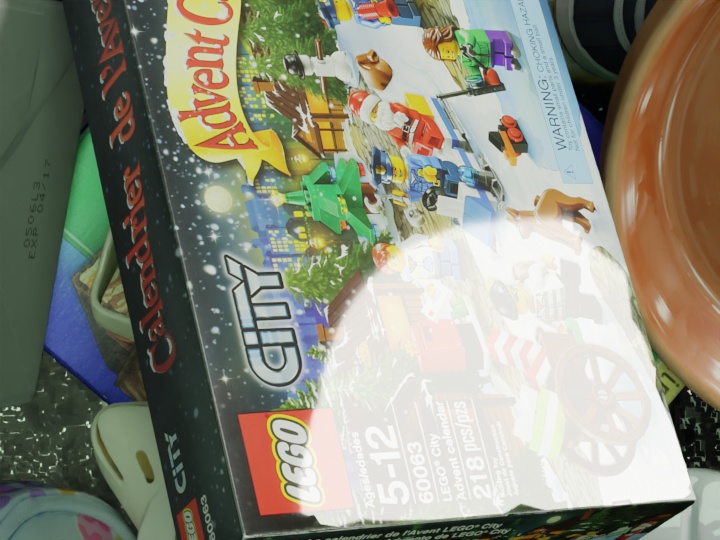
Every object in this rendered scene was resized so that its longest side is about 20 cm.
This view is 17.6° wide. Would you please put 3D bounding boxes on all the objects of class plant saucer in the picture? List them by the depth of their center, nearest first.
[{"bbox_3d":[0.170,-0.034,0.692,0.199,0.032,0.201,-1,120,-2],"label":"plant saucer"}]

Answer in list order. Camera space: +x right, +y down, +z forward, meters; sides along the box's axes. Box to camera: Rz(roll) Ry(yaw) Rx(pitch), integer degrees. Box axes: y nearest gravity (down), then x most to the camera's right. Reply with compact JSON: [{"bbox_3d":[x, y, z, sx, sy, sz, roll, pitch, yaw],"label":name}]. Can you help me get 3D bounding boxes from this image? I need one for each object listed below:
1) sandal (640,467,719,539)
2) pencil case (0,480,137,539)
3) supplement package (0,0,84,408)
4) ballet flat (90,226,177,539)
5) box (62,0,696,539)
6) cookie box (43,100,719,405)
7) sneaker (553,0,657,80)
[{"bbox_3d":[0.090,0.147,0.797,0.079,0.059,0.208,5,118,-1],"label":"sandal"},{"bbox_3d":[-0.152,0.104,0.679,0.083,0.199,0.091,-23,106,-51],"label":"pencil case"},{"bbox_3d":[-0.194,-0.036,0.655,0.199,0.120,0.122,11,95,16],"label":"supplement package"},{"bbox_3d":[-0.046,0.031,0.651,0.063,0.067,0.201,4,68,-3],"label":"ballet flat"},{"bbox_3d":[0.000,-0.020,0.625,0.136,0.038,0.201,-1,65,-31],"label":"box"},{"bbox_3d":[0.000,0.000,0.750,0.200,0.075,0.171,41,89,-12],"label":"cookie box"},{"bbox_3d":[0.167,-0.108,0.747,0.199,0.108,0.070,-23,101,-6],"label":"sneaker"}]
